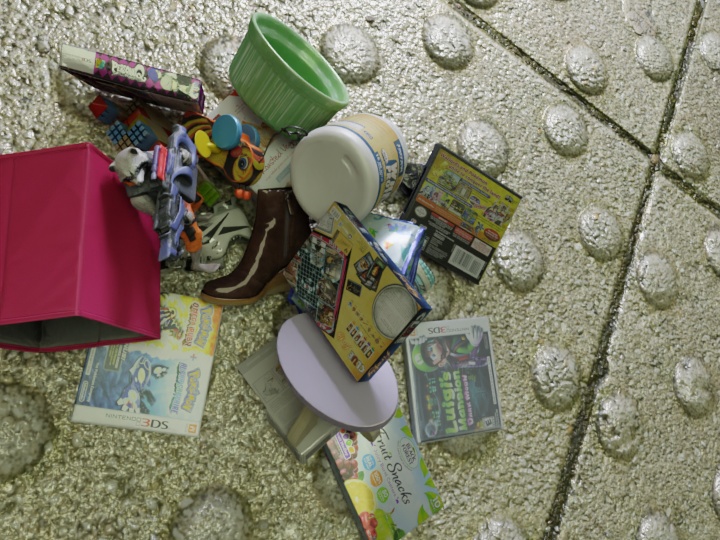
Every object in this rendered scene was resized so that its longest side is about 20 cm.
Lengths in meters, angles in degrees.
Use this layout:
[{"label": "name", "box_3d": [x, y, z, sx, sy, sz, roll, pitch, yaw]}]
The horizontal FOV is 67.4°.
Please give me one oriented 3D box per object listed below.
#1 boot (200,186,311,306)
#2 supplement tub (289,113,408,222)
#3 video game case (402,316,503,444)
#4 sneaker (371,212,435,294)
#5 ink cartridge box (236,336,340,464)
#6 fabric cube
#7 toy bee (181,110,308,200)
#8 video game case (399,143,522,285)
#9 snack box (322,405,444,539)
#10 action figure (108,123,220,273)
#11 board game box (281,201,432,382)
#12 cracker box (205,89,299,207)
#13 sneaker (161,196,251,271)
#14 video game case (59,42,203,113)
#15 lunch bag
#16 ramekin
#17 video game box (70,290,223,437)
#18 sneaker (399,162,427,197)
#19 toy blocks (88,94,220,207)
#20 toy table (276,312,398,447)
[{"label": "boot", "box_3d": [-0.161, -0.042, 0.846, 0.195, 0.072, 0.172, -12, 112, -34]}, {"label": "supplement tub", "box_3d": [-0.009, -0.165, 0.853, 0.146, 0.144, 0.200, 50, 32, -3]}, {"label": "video game case", "box_3d": [0.165, 0.192, 0.969, 0.176, 0.023, 0.207, -3, 80, -20]}, {"label": "sneaker", "box_3d": [0.041, -0.019, 0.942, 0.199, 0.077, 0.087, 43, 72, -6]}, {"label": "ink cartridge box", "box_3d": [-0.072, 0.171, 0.870, 0.198, 0.045, 0.176, -34, 65, -26]}, {"label": "fabric cube", "box_3d": [-0.385, -0.015, 0.690, 0.193, 0.197, 0.207, -7, 76, 5]}, {"label": "toy bee", "box_3d": [-0.184, -0.164, 0.774, 0.129, 0.196, 0.113, 11, 94, -47]}, {"label": "video game case", "box_3d": [0.178, -0.099, 0.988, 0.196, 0.025, 0.185, 26, 95, -17]}, {"label": "snack box", "box_3d": [0.032, 0.323, 0.878, 0.139, 0.053, 0.205, -24, 86, -23]}, {"label": "action figure", "box_3d": [-0.253, -0.072, 0.697, 0.101, 0.195, 0.205, -12, 52, 12]}, {"label": "board game box", "box_3d": [-0.012, 0.026, 0.734, 0.201, 0.136, 0.034, 51, 21, 26]}, {"label": "cracker box", "box_3d": [-0.169, -0.198, 0.914, 0.199, 0.058, 0.135, 43, 68, -6]}, {"label": "sneaker", "box_3d": [-0.256, -0.031, 0.840, 0.197, 0.074, 0.090, -33, 89, -22]}, {"label": "video game case", "box_3d": [-0.324, -0.276, 0.802, 0.175, 0.200, 0.037, 10, 98, -16]}, {"label": "lunch bag", "box_3d": [0.000, 0.000, 0.865, 0.165, 0.128, 0.205, 16, 71, 14]}, {"label": "ramekin", "box_3d": [-0.120, -0.309, 0.886, 0.198, 0.098, 0.203, 36, 28, -22]}, {"label": "video game box", "box_3d": [-0.310, 0.133, 0.803, 0.177, 0.047, 0.207, 12, 75, -19]}, {"label": "sneaker", "box_3d": [0.155, -0.169, 1.020, 0.194, 0.060, 0.108, -14, 88, -18]}, {"label": "toy blocks", "box_3d": [-0.307, -0.182, 0.792, 0.099, 0.136, 0.202, -39, 77, 8]}, {"label": "toy table", "box_3d": [-0.039, 0.165, 0.780, 0.181, 0.119, 0.201, -31, 63, -24]}]
